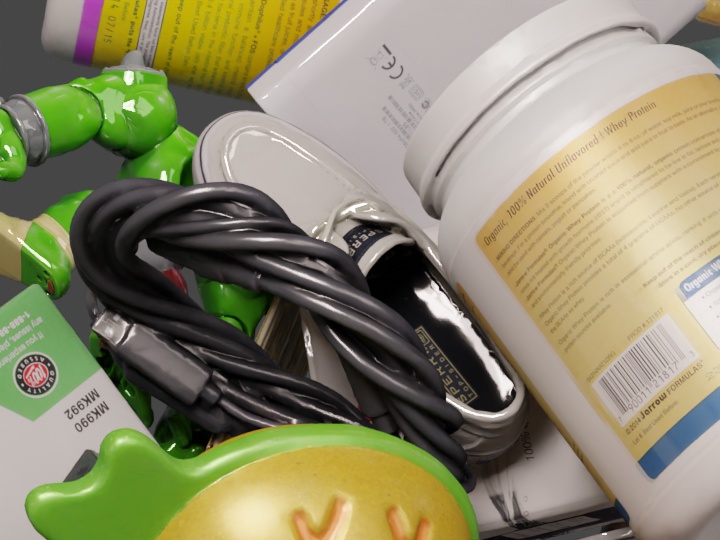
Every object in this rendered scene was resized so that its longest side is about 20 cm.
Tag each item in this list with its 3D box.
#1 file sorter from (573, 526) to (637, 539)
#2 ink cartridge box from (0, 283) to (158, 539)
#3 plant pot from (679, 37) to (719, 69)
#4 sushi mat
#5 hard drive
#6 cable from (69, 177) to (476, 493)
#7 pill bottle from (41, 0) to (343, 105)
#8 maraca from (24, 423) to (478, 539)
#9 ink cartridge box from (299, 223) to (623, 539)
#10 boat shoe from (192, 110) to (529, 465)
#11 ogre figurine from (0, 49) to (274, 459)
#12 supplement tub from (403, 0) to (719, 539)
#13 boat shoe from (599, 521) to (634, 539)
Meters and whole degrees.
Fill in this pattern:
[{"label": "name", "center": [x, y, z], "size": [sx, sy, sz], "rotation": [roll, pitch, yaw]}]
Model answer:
[{"label": "file sorter", "center": [0.137, 0.223, 1.022], "size": [0.138, 0.124, 0.202], "rotation": [-3, 76, -44]}, {"label": "ink cartridge box", "center": [-0.137, 0.132, 0.893], "size": [0.201, 0.084, 0.146], "rotation": [53, 46, -3]}, {"label": "plant pot", "center": [0.162, -0.018, 1.147], "size": [0.195, 0.200, 0.198], "rotation": [-27, 87, -41]}, {"label": "sushi mat", "center": [-0.035, 0.036, 1.050], "size": [0.012, 0.096, 0.201], "rotation": [12, 53, 14]}, {"label": "hard drive", "center": [0.059, -0.108, 1.029], "size": [0.132, 0.200, 0.025], "rotation": [47, 2, -37]}, {"label": "cable", "center": [-0.030, 0.029, 0.898], "size": [0.199, 0.163, 0.051], "rotation": [33, 59, 2]}, {"label": "pill bottle", "center": [-0.052, -0.136, 1.062], "size": [0.198, 0.104, 0.105], "rotation": [12, 60, -8]}, {"label": "maraca", "center": [-0.043, 0.119, 0.839], "size": [0.198, 0.107, 0.138], "rotation": [9, 109, -28]}, {"label": "ink cartridge box", "center": [0.083, 0.049, 1.006], "size": [0.084, 0.198, 0.146], "rotation": [37, 40, -69]}, {"label": "boat shoe", "center": [0.000, 0.000, 0.943], "size": [0.072, 0.066, 0.201], "rotation": [-34, 77, -17]}, {"label": "ogre figurine", "center": [-0.103, -0.012, 1.012], "size": [0.200, 0.098, 0.120], "rotation": [46, 57, -3]}, {"label": "supplement tub", "center": [0.122, 0.000, 0.883], "size": [0.144, 0.145, 0.201], "rotation": [-19, 65, -41]}, {"label": "boat shoe", "center": [0.208, 0.201, 1.165], "size": [0.200, 0.070, 0.070], "rotation": [49, 53, -9]}]
